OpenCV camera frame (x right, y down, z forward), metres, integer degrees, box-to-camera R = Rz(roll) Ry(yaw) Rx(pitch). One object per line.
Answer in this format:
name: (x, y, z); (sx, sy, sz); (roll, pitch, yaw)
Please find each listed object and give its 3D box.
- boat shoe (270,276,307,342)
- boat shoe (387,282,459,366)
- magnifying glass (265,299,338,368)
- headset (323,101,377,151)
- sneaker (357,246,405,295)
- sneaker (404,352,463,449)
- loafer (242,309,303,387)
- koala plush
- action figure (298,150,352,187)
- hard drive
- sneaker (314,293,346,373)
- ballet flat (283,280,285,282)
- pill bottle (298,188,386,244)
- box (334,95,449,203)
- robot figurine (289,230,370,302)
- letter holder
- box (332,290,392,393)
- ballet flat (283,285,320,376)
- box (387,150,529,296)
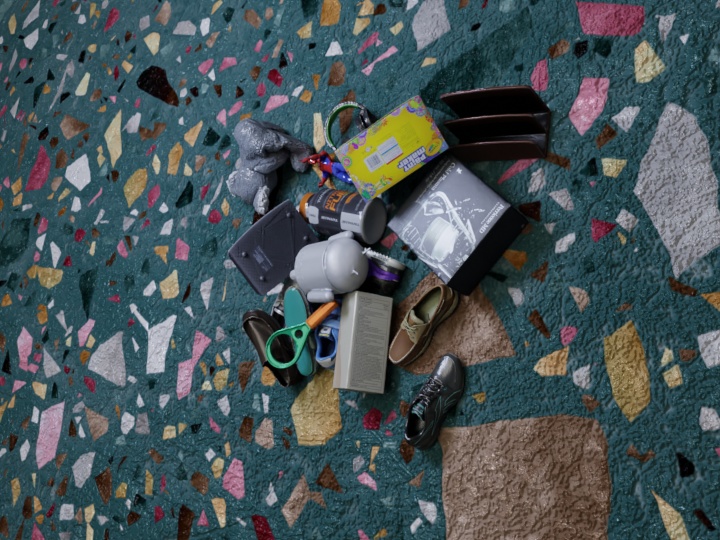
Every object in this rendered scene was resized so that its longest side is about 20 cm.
boat shoe: (-0.165, 0.085, 1.675); (0.073, 0.065, 0.204); (24, 110, 27)
boat shoe: (0.119, 0.104, 1.514); (0.076, 0.073, 0.202); (42, 101, 33)
magnifying glass: (-0.126, 0.132, 1.590); (0.200, 0.022, 0.080); (-43, 79, 11)
headset: (-0.001, -0.308, 1.687); (0.199, 0.094, 0.125); (36, 98, 17)
sneaker: (0.000, 0.000, 1.621); (0.198, 0.069, 0.102); (21, 91, 35)
sneaker: (0.145, 0.259, 1.455); (0.074, 0.079, 0.204); (20, 88, 35)
loafer: (-0.197, 0.176, 1.644); (0.072, 0.071, 0.201); (-33, 99, 24)
koala plush: (-0.249, -0.252, 1.801); (0.176, 0.182, 0.203); (35, 109, 34)
action figure: (-0.067, -0.224, 1.706); (0.198, 0.098, 0.066); (28, 134, 37)
hard drive: (-0.194, -0.050, 1.632); (0.200, 0.136, 0.042); (-45, 14, -31)
sneaker: (-0.054, 0.120, 1.618); (0.073, 0.082, 0.205); (-2, 76, 34)
ballet flat: (-0.134, 0.000, 1.723); (0.197, 0.069, 0.064); (12, 56, 32)
pill bottle: (-0.046, -0.127, 1.662); (0.197, 0.106, 0.109); (13, 85, 34)
box: (0.063, -0.255, 1.518); (0.198, 0.193, 0.123); (-32, 100, 8)
robot figurine: (-0.062, -0.006, 1.563); (0.197, 0.112, 0.173); (-10, 55, 43)
letter holder: (0.264, -0.294, 1.481); (0.196, 0.141, 0.103); (2, 78, 33)
box: (0.005, 0.153, 1.551); (0.077, 0.093, 0.205); (162, 118, -64)
ballet flat: (-0.126, 0.131, 1.642); (0.073, 0.074, 0.205); (-2, 98, 32)
box: (0.195, -0.095, 1.489); (0.201, 0.123, 0.197); (-51, 59, 11)
